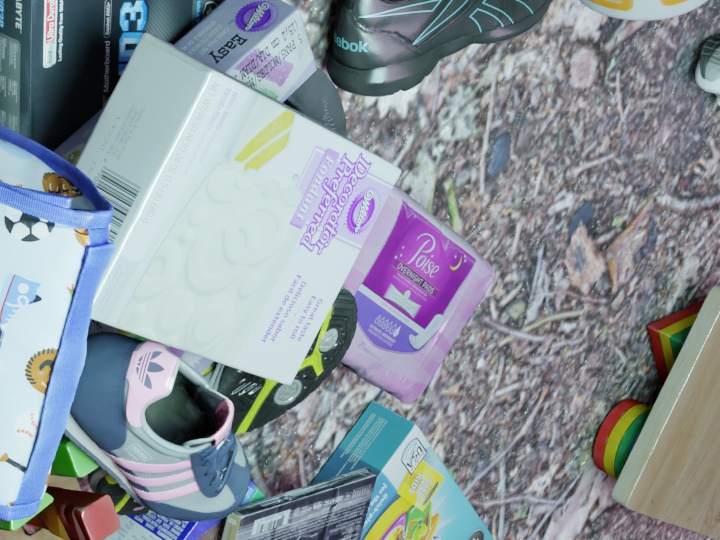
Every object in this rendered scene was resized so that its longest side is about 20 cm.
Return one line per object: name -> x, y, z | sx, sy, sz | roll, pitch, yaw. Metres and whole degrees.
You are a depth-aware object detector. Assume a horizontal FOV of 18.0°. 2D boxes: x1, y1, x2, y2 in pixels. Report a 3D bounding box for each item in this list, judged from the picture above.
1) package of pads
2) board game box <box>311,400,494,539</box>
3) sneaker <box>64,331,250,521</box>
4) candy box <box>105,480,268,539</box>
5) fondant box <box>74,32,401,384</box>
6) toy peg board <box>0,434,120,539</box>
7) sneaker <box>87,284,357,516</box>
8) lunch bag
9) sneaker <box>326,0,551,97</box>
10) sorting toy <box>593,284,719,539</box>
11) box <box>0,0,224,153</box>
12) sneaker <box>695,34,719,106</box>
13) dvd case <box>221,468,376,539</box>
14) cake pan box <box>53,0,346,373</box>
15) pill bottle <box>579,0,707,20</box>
package of pads -> 0.000, 0.000, 1.518 | 0.121, 0.076, 0.200 | -58, 145, -2
board game box -> 0.016, 0.212, 1.701 | 0.151, 0.047, 0.200 | -53, 144, -15
sneaker -> -0.098, 0.096, 1.281 | 0.200, 0.082, 0.070 | 43, 54, -55
candy box -> -0.130, 0.228, 1.497 | 0.200, 0.077, 0.169 | -53, 145, -12
fondant box -> -0.077, -0.029, 1.249 | 0.200, 0.058, 0.145 | 23, 95, -57
toy peg board -> -0.210, 0.190, 1.289 | 0.200, 0.098, 0.200 | -32, 111, -37
sneaker -> -0.093, 0.063, 1.398 | 0.200, 0.076, 0.075 | -35, 142, -6
lunch bag -> -0.215, 0.011, 1.140 | 0.124, 0.200, 0.170 | -3, 115, -51
sneaker -> 0.059, -0.183, 1.479 | 0.200, 0.075, 0.079 | -34, 133, -36
sorting toy -> 0.289, 0.117, 1.974 | 0.199, 0.070, 0.200 | 24, 92, -55
box -> -0.143, -0.107, 1.290 | 0.159, 0.046, 0.200 | -24, 130, -43
sneaker -> 0.332, -0.142, 1.863 | 0.200, 0.074, 0.087 | 3, 114, -52
dvd case -> -0.060, 0.236, 1.514 | 0.149, 0.016, 0.201 | -11, 120, -53
cake pan box -> -0.091, -0.042, 1.316 | 0.200, 0.052, 0.184 | -44, 145, -23
pill bottle -> 0.193, -0.282, 1.555 | 0.112, 0.112, 0.200 | -38, 138, -32
